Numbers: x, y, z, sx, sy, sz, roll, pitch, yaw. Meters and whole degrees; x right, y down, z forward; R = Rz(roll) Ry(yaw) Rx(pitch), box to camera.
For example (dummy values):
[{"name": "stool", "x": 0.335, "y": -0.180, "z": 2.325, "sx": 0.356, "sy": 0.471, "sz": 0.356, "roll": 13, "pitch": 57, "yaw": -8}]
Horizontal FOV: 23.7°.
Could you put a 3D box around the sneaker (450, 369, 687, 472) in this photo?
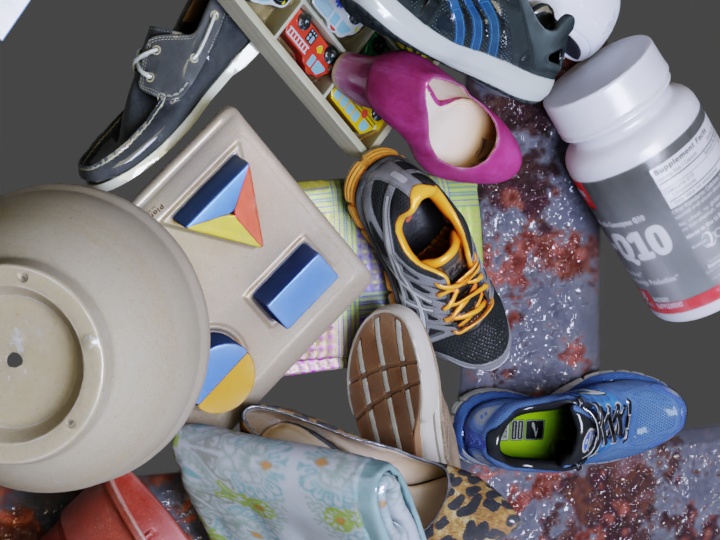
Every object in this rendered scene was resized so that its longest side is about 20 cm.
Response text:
[{"name": "sneaker", "x": 0.172, "y": 0.128, "z": 1.344, "sx": 0.198, "sy": 0.089, "sz": 0.079, "roll": -7, "pitch": 101, "yaw": -19}]

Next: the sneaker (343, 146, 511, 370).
[{"name": "sneaker", "x": 0.059, "y": 0.002, "z": 1.263, "sx": 0.078, "sy": 0.077, "sz": 0.201, "roll": -43, "pitch": 119, "yaw": -13}]

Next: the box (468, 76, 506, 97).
[{"name": "box", "x": 0.103, "y": -0.247, "z": 1.263, "sx": 0.144, "sy": 0.036, "sz": 0.202, "roll": 25, "pitch": 85, "yaw": -44}]

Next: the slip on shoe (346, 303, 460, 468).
[{"name": "slip on shoe", "x": 0.042, "y": 0.116, "z": 1.300, "sx": 0.060, "sy": 0.076, "sz": 0.202, "roll": -31, "pitch": 116, "yaw": -48}]

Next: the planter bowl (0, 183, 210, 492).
[{"name": "planter bowl", "x": -0.203, "y": 0.049, "z": 1.068, "sx": 0.198, "sy": 0.135, "sz": 0.202, "roll": 0, "pitch": 95, "yaw": 5}]

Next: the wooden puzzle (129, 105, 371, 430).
[{"name": "wooden puzzle", "x": -0.096, "y": 0.015, "z": 1.200, "sx": 0.185, "sy": 0.046, "sz": 0.200, "roll": -46, "pitch": 127, "yaw": -9}]

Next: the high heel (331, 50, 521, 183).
[{"name": "high heel", "x": 0.074, "y": -0.106, "z": 1.239, "sx": 0.200, "sy": 0.096, "sz": 0.068, "roll": 33, "pitch": 81, "yaw": -41}]

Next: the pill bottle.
[{"name": "pill bottle", "x": 0.229, "y": -0.071, "z": 1.323, "sx": 0.114, "sy": 0.114, "sz": 0.201, "roll": -38, "pitch": 108, "yaw": -11}]

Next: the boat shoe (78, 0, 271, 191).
[{"name": "boat shoe", "x": -0.135, "y": -0.139, "z": 1.200, "sx": 0.200, "sy": 0.072, "sz": 0.068, "roll": -51, "pitch": 120, "yaw": -16}]

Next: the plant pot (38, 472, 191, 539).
[{"name": "plant pot", "x": -0.192, "y": 0.269, "z": 1.186, "sx": 0.195, "sy": 0.201, "sz": 0.201, "roll": -38, "pitch": 109, "yaw": -3}]

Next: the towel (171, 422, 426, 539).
[{"name": "towel", "x": -0.033, "y": 0.194, "z": 1.214, "sx": 0.048, "sy": 0.170, "sz": 0.201, "roll": -60, "pitch": 144, "yaw": -39}]

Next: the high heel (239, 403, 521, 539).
[{"name": "high heel", "x": 0.007, "y": 0.145, "z": 1.212, "sx": 0.143, "sy": 0.199, "sz": 0.072, "roll": 44, "pitch": 61, "yaw": -39}]

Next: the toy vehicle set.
[{"name": "toy vehicle set", "x": -0.019, "y": -0.189, "z": 1.217, "sx": 0.125, "sy": 0.026, "sz": 0.200, "roll": -55, "pitch": 131, "yaw": -15}]

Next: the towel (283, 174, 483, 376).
[{"name": "towel", "x": 0.000, "y": 0.000, "z": 1.299, "sx": 0.198, "sy": 0.023, "sz": 0.145, "roll": -6, "pitch": 99, "yaw": -20}]

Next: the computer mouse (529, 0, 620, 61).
[{"name": "computer mouse", "x": 0.143, "y": -0.226, "z": 1.254, "sx": 0.200, "sy": 0.044, "sz": 0.110, "roll": 39, "pitch": 76, "yaw": -42}]

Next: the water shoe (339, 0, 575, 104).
[{"name": "water shoe", "x": 0.066, "y": -0.182, "z": 1.180, "sx": 0.199, "sy": 0.071, "sz": 0.079, "roll": 19, "pitch": 100, "yaw": -43}]

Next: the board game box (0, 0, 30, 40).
[{"name": "board game box", "x": -0.248, "y": -0.281, "z": 1.158, "sx": 0.151, "sy": 0.037, "sz": 0.201, "roll": 36, "pitch": 86, "yaw": -22}]
